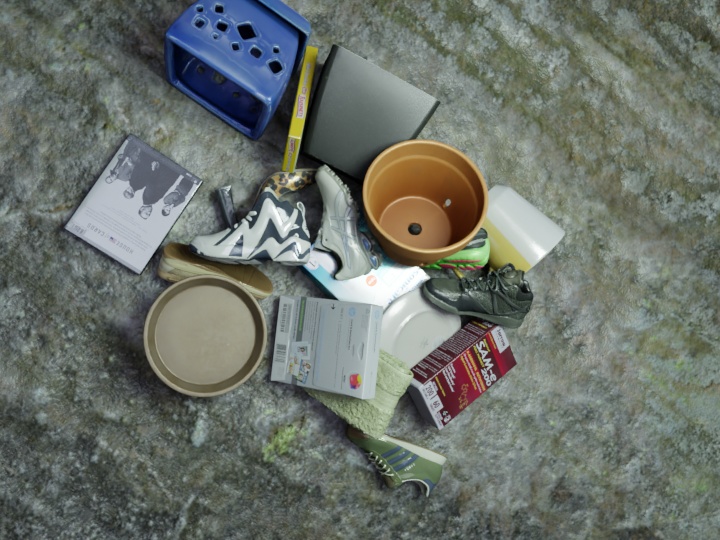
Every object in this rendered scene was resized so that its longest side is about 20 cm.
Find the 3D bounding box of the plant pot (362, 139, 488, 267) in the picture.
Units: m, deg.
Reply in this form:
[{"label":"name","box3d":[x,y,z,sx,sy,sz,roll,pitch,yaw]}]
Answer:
[{"label":"plant pot","box3d":[0.098,-0.095,1.155,0.200,0.140,0.201,1,69,-4]}]

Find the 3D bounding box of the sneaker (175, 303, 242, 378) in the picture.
[{"label":"sneaker","box3d":[-0.269,0.136,1.199,0.199,0.079,0.130,17,75,-21]}]

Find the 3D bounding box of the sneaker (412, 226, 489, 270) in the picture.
[{"label":"sneaker","box3d":[0.142,-0.051,1.269,0.200,0.077,0.084,7,69,27]}]

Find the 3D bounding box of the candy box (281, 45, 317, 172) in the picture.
[{"label":"candy box","box3d":[-0.105,-0.280,1.211,0.026,0.102,0.200,12,62,-9]}]

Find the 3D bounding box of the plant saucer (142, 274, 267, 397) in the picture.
[{"label":"plant saucer","box3d":[-0.254,0.107,1.153,0.200,0.029,0.201,1,86,-15]}]

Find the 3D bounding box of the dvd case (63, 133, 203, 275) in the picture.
[{"label":"dvd case","box3d":[-0.392,-0.115,1.215,0.150,0.025,0.200,33,82,-9]}]

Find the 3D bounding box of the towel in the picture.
[{"label":"towel","box3d":[-0.016,0.186,1.210,0.200,0.036,0.149,31,102,27]}]

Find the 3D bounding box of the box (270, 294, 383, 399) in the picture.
[{"label":"box","box3d":[-0.060,0.127,1.198,0.041,0.200,0.156,10,85,-54]}]

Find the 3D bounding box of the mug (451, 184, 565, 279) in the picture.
[{"label":"mug","box3d":[0.260,-0.066,1.291,0.153,0.149,0.187,48,60,2]}]

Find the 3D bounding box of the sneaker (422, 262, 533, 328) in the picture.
[{"label":"sneaker","box3d":[0.213,0.028,1.224,0.199,0.076,0.114,16,127,-8]}]

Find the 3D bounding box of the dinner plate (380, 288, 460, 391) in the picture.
[{"label":"dinner plate","box3d":[0.107,0.130,1.263,0.200,0.024,0.201,-12,114,-30]}]

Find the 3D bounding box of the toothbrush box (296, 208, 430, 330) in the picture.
[{"label":"toothbrush box","box3d":[0.000,0.000,1.262,0.200,0.085,0.146,45,80,-8]}]

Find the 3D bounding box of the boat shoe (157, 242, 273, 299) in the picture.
[{"label":"boat shoe","box3d":[-0.252,0.013,1.224,0.200,0.071,0.065,21,118,-11]}]

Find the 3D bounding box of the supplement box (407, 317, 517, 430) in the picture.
[{"label":"supplement box","box3d":[0.183,0.182,1.276,0.200,0.061,0.109,-37,119,-18]}]

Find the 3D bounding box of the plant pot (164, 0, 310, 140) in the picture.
[{"label":"plant pot","box3d":[-0.200,-0.369,1.186,0.200,0.200,0.180,33,75,-8]}]

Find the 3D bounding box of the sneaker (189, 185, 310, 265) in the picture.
[{"label":"sneaker","box3d":[-0.182,-0.079,1.169,0.199,0.079,0.130,2,82,8]}]

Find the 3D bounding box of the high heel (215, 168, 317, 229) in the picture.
[{"label":"high heel","box3d":[-0.146,-0.099,1.244,0.200,0.071,0.143,-15,91,-3]}]

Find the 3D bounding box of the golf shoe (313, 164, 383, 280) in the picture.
[{"label":"golf shoe","box3d":[-0.043,-0.077,1.178,0.097,0.078,0.200,-26,90,-6]}]

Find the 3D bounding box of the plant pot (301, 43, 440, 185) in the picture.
[{"label":"plant pot","box3d":[-0.004,-0.254,1.227,0.199,0.200,0.178,25,93,-10]}]

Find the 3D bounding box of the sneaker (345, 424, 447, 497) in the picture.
[{"label":"sneaker","box3d":[0.058,0.348,1.263,0.200,0.067,0.090,22,77,-13]}]
